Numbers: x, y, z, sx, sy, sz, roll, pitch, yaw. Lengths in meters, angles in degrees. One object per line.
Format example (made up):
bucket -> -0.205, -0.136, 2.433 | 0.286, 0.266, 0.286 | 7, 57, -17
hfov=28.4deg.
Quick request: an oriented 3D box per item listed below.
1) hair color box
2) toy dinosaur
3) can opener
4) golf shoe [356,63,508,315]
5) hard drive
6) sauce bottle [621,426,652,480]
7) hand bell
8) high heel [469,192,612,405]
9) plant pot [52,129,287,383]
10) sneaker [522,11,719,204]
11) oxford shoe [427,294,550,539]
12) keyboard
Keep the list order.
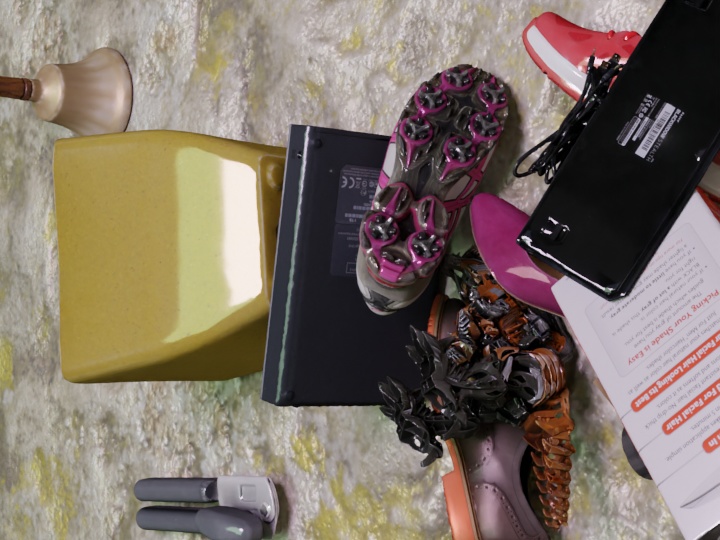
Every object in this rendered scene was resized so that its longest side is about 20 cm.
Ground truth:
hair color box -> 0.200, 0.055, 0.810 | 0.111, 0.064, 0.201 | -41, 42, 19
toy dinosaur -> 0.095, 0.072, 0.963 | 0.201, 0.134, 0.103 | -124, 33, -45
can opener -> -0.142, 0.207, 1.251 | 0.199, 0.066, 0.053 | -7, 85, 50
golf shoe -> 0.045, -0.061, 1.023 | 0.201, 0.072, 0.092 | -62, -4, -27
hard drive -> 0.000, 0.000, 1.055 | 0.033, 0.138, 0.203 | 12, 97, 53
sauce bottle -> 0.246, 0.077, 0.859 | 0.199, 0.064, 0.065 | -35, 65, 40
hand bell -> -0.328, -0.173, 1.354 | 0.103, 0.199, 0.106 | -2, 88, 45
high heel -> 0.153, -0.001, 0.948 | 0.201, 0.067, 0.096 | 56, 130, 28
plant pot -> -0.107, -0.017, 1.138 | 0.198, 0.193, 0.198 | -10, 81, 39
sneaker -> 0.204, -0.137, 0.916 | 0.200, 0.078, 0.116 | 42, 109, 25
oxford shoe -> 0.092, 0.110, 1.027 | 0.072, 0.071, 0.202 | -13, 70, 12
keyboard -> 0.171, -0.086, 0.864 | 0.104, 0.040, 0.201 | 33, 90, 25
